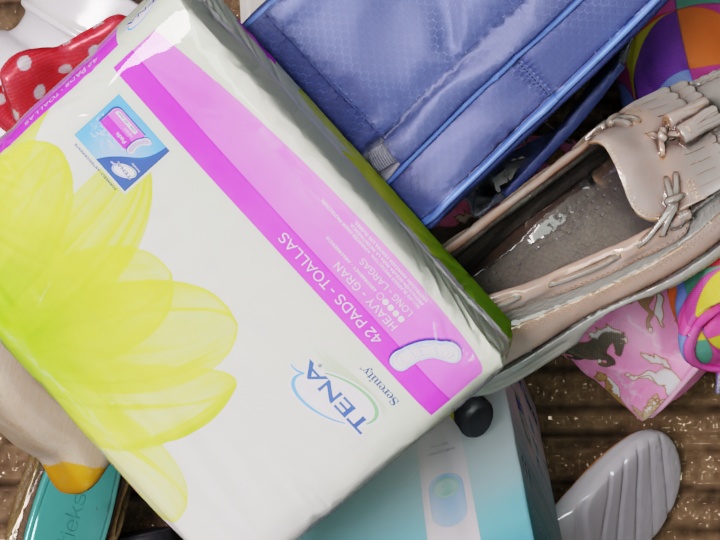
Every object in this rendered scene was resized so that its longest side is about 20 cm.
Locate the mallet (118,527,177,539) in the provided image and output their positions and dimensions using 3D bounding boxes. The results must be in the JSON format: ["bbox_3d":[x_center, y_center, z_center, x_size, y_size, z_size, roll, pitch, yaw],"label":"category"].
[{"bbox_3d":[-0.176,0.188,1.128,0.199,0.041,0.066,-20,85,10],"label":"mallet"}]

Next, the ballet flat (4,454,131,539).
[{"bbox_3d":[-0.124,0.063,1.096,0.067,0.072,0.201,21,82,-17],"label":"ballet flat"}]

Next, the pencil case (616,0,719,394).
[{"bbox_3d":[0.167,-0.045,1.015,0.088,0.089,0.201,-12,59,6],"label":"pencil case"}]

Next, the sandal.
[{"bbox_3d":[0.072,0.152,1.085,0.207,0.059,0.079,-44,130,-15],"label":"sandal"}]

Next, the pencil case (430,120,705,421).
[{"bbox_3d":[0.095,-0.018,1.072,0.200,0.083,0.087,41,122,5],"label":"pencil case"}]

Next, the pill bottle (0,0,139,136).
[{"bbox_3d":[-0.164,-0.046,1.085,0.111,0.111,0.201,31,94,5],"label":"pill bottle"}]

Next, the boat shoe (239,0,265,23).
[{"bbox_3d":[-0.031,-0.148,1.078,0.074,0.060,0.201,-37,72,25],"label":"boat shoe"}]

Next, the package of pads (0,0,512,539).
[{"bbox_3d":[-0.059,0.007,0.883,0.154,0.068,0.200,-40,101,15],"label":"package of pads"}]

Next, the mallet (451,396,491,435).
[{"bbox_3d":[0.000,0.000,1.030,0.041,0.200,0.066,-22,129,-22],"label":"mallet"}]

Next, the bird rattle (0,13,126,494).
[{"bbox_3d":[-0.109,0.002,0.969,0.112,0.163,0.201,-1,125,39],"label":"bird rattle"}]

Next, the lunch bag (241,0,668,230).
[{"bbox_3d":[0.045,-0.105,0.943,0.132,0.136,0.200,44,100,-5],"label":"lunch bag"}]

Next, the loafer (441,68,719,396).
[{"bbox_3d":[0.102,-0.024,0.938,0.200,0.063,0.072,-38,52,2],"label":"loafer"}]

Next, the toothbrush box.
[{"bbox_3d":[0.015,0.123,1.020,0.145,0.201,0.086,-17,130,10],"label":"toothbrush box"}]
